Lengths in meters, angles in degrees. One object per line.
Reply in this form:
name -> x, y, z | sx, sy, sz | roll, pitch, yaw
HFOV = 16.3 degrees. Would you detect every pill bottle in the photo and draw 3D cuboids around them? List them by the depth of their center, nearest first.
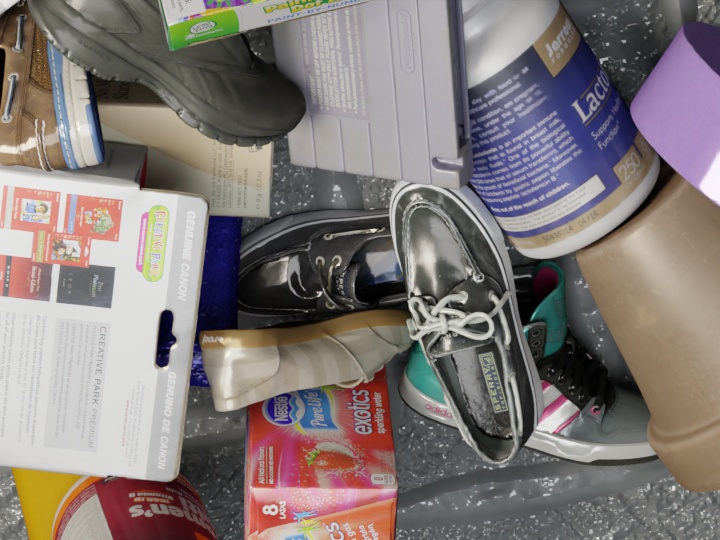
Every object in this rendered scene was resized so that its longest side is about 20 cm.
pill bottle -> 0.100, -0.117, 1.632 | 0.115, 0.116, 0.200 | -31, 112, 12
pill bottle -> -0.137, 0.212, 1.645 | 0.109, 0.200, 0.110 | -6, 113, -14

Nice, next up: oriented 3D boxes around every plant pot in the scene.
plant pot -> 0.238, 0.019, 1.662 | 0.200, 0.200, 0.175 | -38, 100, 14

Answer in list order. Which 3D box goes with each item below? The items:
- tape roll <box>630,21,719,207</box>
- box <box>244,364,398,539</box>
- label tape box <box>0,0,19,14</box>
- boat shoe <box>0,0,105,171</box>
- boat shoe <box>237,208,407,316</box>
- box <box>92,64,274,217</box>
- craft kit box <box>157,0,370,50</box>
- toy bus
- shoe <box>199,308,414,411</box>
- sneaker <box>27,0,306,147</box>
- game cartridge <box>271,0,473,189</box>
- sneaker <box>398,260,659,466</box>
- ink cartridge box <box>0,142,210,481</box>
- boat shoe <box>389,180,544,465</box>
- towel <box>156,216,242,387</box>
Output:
tape roll -> 0.273, -0.077, 1.609 | 0.199, 0.200, 0.066 | 28, 111, -13
box -> -0.029, 0.136, 1.694 | 0.099, 0.200, 0.096 | 1, 115, -3
label tape box -> -0.236, -0.203, 1.567 | 0.199, 0.144, 0.063 | -35, 110, 13
boat shoe -> -0.206, -0.134, 1.568 | 0.072, 0.200, 0.073 | -10, 126, -5
boat shoe -> 0.000, 0.000, 1.707 | 0.198, 0.066, 0.070 | -8, 113, 2
box -> -0.156, -0.089, 1.649 | 0.198, 0.095, 0.078 | 2, 114, -4
craft kit box -> -0.040, -0.246, 1.466 | 0.196, 0.049, 0.201 | -14, 73, -7
toy bus -> -0.203, 0.154, 1.762 | 0.065, 0.078, 0.201 | -9, 114, 2
shoe -> -0.033, 0.059, 1.681 | 0.070, 0.199, 0.054 | -9, 87, 41
sneaker -> -0.102, -0.142, 1.523 | 0.199, 0.076, 0.091 | 25, 112, -39
game cartridge -> 0.004, -0.153, 1.565 | 0.129, 0.038, 0.201 | 12, 124, 28
sneaker -> 0.136, 0.057, 1.733 | 0.199, 0.084, 0.121 | 12, 122, -6
ink cartridge box -> -0.189, 0.022, 1.594 | 0.174, 0.084, 0.201 | 8, 109, -4
boat shoe -> 0.064, 0.033, 1.645 | 0.073, 0.068, 0.201 | -10, 107, 19
towel -> -0.179, 0.004, 1.680 | 0.198, 0.050, 0.149 | 2, 81, -4
